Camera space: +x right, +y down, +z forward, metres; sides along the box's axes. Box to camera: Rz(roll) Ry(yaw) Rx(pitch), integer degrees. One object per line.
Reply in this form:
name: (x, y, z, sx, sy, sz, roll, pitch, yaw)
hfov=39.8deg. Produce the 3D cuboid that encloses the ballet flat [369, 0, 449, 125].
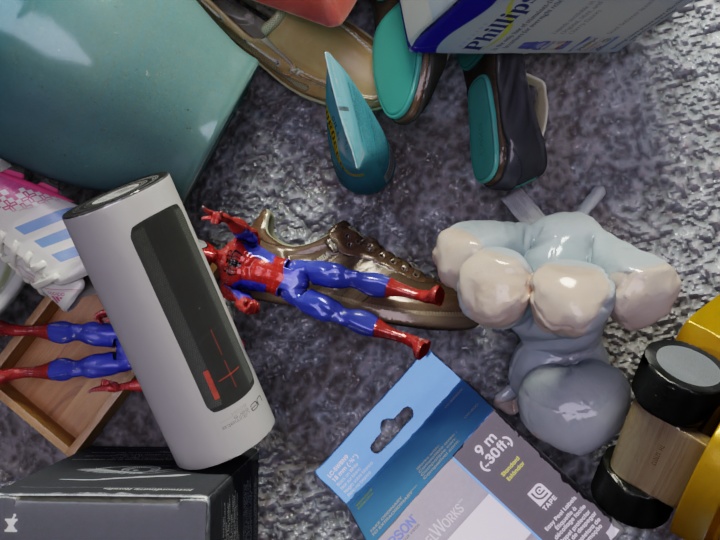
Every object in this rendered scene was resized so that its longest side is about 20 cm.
ballet flat: (0.041, -0.205, 0.779, 0.068, 0.068, 0.201, 4, 68, -37)

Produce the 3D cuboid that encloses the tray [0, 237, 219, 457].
tray: (-0.208, 0.042, 0.817, 0.099, 0.037, 0.200, 38, 90, 5)

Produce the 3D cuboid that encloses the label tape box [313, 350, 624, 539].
label tape box: (0.078, 0.180, 0.774, 0.200, 0.063, 0.144, 42, 90, 5)

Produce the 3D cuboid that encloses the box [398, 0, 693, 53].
box: (0.124, -0.264, 0.725, 0.199, 0.105, 0.185, -6, 80, -26)

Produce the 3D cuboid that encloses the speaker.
speaker: (-0.133, 0.037, 0.704, 0.081, 0.081, 0.201, -20, 105, 3)

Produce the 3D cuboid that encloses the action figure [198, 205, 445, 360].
action figure: (-0.047, 0.008, 0.716, 0.199, 0.099, 0.066, 16, 89, 17)

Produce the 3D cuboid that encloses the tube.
tube: (-0.003, -0.094, 0.725, 0.050, 0.200, 0.078, -20, 84, 2)

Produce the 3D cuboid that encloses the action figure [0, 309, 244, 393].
action figure: (-0.189, 0.062, 0.775, 0.199, 0.052, 0.066, -2, 82, 2)

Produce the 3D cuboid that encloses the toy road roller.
toy road roller: (0.263, 0.114, 0.680, 0.146, 0.200, 0.123, 29, 123, 26)

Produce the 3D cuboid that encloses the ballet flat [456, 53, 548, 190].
ballet flat: (0.113, -0.161, 0.792, 0.073, 0.073, 0.201, -8, 81, 4)

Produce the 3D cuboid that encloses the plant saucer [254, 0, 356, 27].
plant saucer: (-0.061, -0.304, 0.775, 0.199, 0.037, 0.200, 23, 71, 17)

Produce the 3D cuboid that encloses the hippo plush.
hippo plush: (0.130, 0.045, 0.737, 0.159, 0.200, 0.161, -1, 114, -7)

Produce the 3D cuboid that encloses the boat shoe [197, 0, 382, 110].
boat shoe: (-0.060, -0.189, 0.795, 0.199, 0.076, 0.072, 26, 88, 4)

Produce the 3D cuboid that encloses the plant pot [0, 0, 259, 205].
plant pot: (-0.187, -0.146, 0.756, 0.187, 0.200, 0.201, 28, 90, -10)

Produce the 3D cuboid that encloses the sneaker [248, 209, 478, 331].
sneaker: (0.000, 0.000, 0.785, 0.199, 0.070, 0.076, 9, 87, 4)

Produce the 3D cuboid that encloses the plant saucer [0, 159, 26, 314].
plant saucer: (-0.351, -0.010, 0.801, 0.199, 0.050, 0.201, -1, 59, 1)

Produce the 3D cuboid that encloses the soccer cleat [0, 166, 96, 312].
soccer cleat: (-0.238, -0.020, 0.743, 0.199, 0.070, 0.087, 15, 69, -4)

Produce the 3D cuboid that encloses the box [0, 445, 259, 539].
box: (-0.160, 0.194, 0.722, 0.147, 0.200, 0.105, 0, 89, 5)
